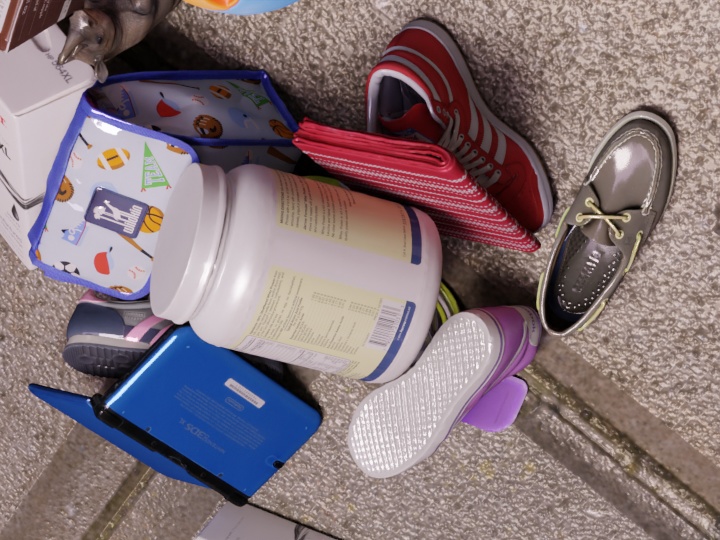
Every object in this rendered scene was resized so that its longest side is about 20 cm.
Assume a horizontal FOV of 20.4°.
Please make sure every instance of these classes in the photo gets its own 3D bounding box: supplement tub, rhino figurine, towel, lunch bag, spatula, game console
[{"bbox_3d":[-0.051,0.000,1.564,0.199,0.145,0.145,15,125,-19],"label":"supplement tub"},{"bbox_3d":[-0.191,-0.214,1.608,0.060,0.200,0.088,25,131,7],"label":"rhino figurine"},{"bbox_3d":[0.048,-0.065,1.574,0.144,0.200,0.023,14,78,29],"label":"towel"},{"bbox_3d":[-0.165,-0.071,1.652,0.124,0.199,0.170,53,130,38],"label":"lunch bag"},{"bbox_3d":[0.047,0.082,1.753,0.199,0.021,0.057,26,109,13],"label":"spatula"},{"bbox_3d":[-0.167,0.120,1.813,0.171,0.118,0.200,-45,131,8],"label":"game console"}]

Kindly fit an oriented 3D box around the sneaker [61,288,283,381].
[{"bbox_3d":[-0.165,0.057,1.811,0.199,0.082,0.070,9,146,-6],"label":"sneaker"}]

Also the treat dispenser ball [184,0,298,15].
[{"bbox_3d":[-0.092,-0.296,1.519,0.200,0.201,0.202,10,118,19],"label":"treat dispenser ball"}]

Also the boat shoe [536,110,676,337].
[{"bbox_3d":[0.197,-0.033,1.606,0.072,0.060,0.202,27,123,9],"label":"boat shoe"}]

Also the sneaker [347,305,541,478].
[{"bbox_3d":[0.080,0.102,1.692,0.200,0.114,0.073,-45,72,33],"label":"sneaker"}]

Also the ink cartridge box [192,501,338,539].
[{"bbox_3d":[-0.063,0.321,1.885,0.199,0.084,0.147,21,121,13],"label":"ink cartridge box"}]

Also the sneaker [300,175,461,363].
[{"bbox_3d":[0.000,0.000,1.697,0.200,0.081,0.074,43,123,-1],"label":"sneaker"}]

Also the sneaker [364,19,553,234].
[{"bbox_3d":[0.074,-0.096,1.597,0.071,0.113,0.200,-30,100,33],"label":"sneaker"}]

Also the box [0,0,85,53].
[{"bbox_3d":[-0.249,-0.259,1.606,0.075,0.200,0.100,30,124,7],"label":"box"}]

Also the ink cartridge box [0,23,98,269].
[{"bbox_3d":[-0.287,-0.124,1.693,0.146,0.084,0.200,49,153,29],"label":"ink cartridge box"}]
